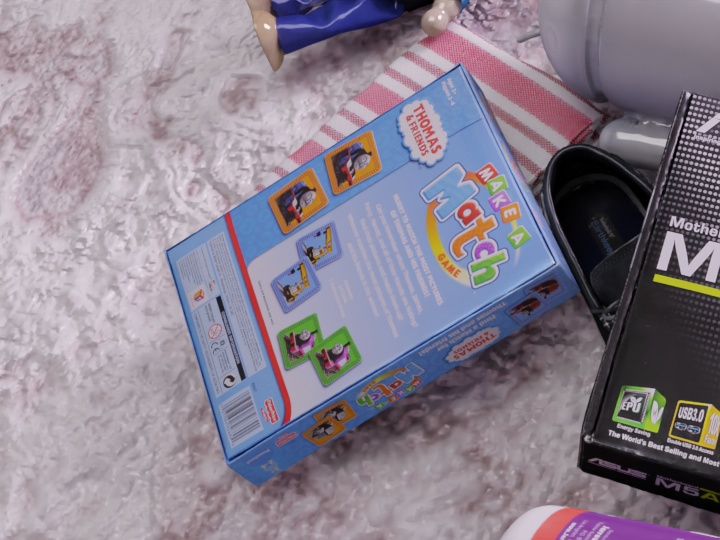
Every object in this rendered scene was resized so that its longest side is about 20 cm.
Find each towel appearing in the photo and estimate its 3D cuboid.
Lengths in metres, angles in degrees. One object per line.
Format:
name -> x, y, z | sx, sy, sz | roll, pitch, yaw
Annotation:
towel -> 0.029, -0.051, 0.989 | 0.200, 0.030, 0.146 | -42, 49, -10

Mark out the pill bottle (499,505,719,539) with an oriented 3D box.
pill bottle -> 0.149, 0.168, 0.713 | 0.198, 0.113, 0.113 | 8, 60, 29

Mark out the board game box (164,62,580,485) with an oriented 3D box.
board game box -> 0.000, 0.000, 0.913 | 0.199, 0.037, 0.152 | -32, 50, 12

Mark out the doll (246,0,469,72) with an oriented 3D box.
doll -> 0.028, -0.186, 1.069 | 0.198, 0.049, 0.137 | -23, 39, 4

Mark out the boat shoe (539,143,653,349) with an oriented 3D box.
boat shoe -> 0.146, 0.010, 0.863 | 0.074, 0.062, 0.201 | -30, 50, 0

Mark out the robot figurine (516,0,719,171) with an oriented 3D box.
robot figurine -> 0.177, -0.133, 0.907 | 0.198, 0.113, 0.172 | 18, 93, 26

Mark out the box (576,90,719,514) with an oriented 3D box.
box -> 0.218, 0.027, 0.789 | 0.198, 0.048, 0.195 | 16, 66, 12
